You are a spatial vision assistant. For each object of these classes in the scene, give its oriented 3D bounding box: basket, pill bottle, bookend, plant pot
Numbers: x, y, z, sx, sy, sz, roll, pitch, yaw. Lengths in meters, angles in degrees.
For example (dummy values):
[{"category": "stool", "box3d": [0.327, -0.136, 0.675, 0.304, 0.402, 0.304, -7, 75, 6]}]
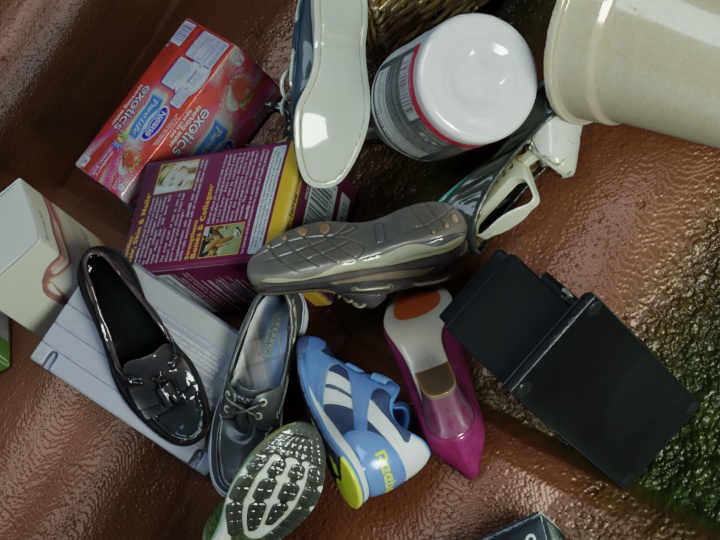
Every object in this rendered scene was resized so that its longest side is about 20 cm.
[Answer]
[{"category": "basket", "box3d": [0.042, -0.320, 1.498, 0.200, 0.143, 0.149, -39, 46, -14]}, {"category": "pill bottle", "box3d": [0.073, -0.157, 1.376, 0.111, 0.110, 0.200, -59, 12, -10]}, {"category": "bookend", "box3d": [0.134, 0.045, 1.192, 0.092, 0.199, 0.200, -48, 46, 2]}, {"category": "plant pot", "box3d": [0.280, -0.181, 1.255, 0.183, 0.200, 0.201, 29, 81, 31]}]

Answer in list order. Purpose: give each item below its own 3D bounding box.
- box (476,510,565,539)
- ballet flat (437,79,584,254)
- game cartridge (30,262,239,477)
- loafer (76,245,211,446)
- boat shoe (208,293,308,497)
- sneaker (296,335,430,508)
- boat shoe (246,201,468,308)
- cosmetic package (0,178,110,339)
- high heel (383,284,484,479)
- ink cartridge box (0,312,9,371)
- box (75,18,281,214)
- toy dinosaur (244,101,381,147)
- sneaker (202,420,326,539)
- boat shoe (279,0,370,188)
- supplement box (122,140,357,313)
[{"category": "box", "box3d": [0.101, 0.305, 1.157, 0.158, 0.046, 0.201, -28, 49, 18]}, {"category": "ballet flat", "box3d": [0.150, -0.093, 1.367, 0.200, 0.068, 0.068, -50, 55, 13]}, {"category": "game cartridge", "box3d": [-0.189, 0.084, 1.435, 0.199, 0.038, 0.130, 34, 77, 1]}, {"category": "loafer", "box3d": [-0.201, 0.069, 1.388, 0.071, 0.063, 0.201, -29, 85, -5]}, {"category": "boat shoe", "box3d": [-0.094, 0.106, 1.382, 0.069, 0.066, 0.202, 17, 81, 13]}, {"category": "sneaker", "box3d": [-0.003, 0.122, 1.330, 0.082, 0.074, 0.200, -21, 39, -8]}, {"category": "boat shoe", "box3d": [0.000, 0.000, 1.351, 0.198, 0.074, 0.075, -10, 34, 9]}, {"category": "cosmetic package", "box3d": [-0.288, 0.013, 1.512, 0.087, 0.200, 0.104, -38, 47, 11]}, {"category": "high heel", "box3d": [0.064, 0.090, 1.328, 0.067, 0.097, 0.201, -15, 30, 7]}, {"category": "ink cartridge box", "box3d": [-0.467, 0.037, 1.712, 0.147, 0.076, 0.201, -26, 49, 20]}, {"category": "box", "box3d": [-0.189, -0.148, 1.616, 0.099, 0.095, 0.201, 32, 84, 44]}, {"category": "toy dinosaur", "box3d": [-0.061, -0.140, 1.555, 0.198, 0.047, 0.089, -18, 68, 26]}, {"category": "sneaker", "box3d": [-0.096, 0.197, 1.318, 0.201, 0.076, 0.089, -59, 25, 23]}, {"category": "boat shoe", "box3d": [-0.035, -0.177, 1.410, 0.062, 0.074, 0.202, -167, 76, -67]}, {"category": "supplement box", "box3d": [-0.120, -0.037, 1.491, 0.198, 0.103, 0.132, -4, 60, 33]}]
